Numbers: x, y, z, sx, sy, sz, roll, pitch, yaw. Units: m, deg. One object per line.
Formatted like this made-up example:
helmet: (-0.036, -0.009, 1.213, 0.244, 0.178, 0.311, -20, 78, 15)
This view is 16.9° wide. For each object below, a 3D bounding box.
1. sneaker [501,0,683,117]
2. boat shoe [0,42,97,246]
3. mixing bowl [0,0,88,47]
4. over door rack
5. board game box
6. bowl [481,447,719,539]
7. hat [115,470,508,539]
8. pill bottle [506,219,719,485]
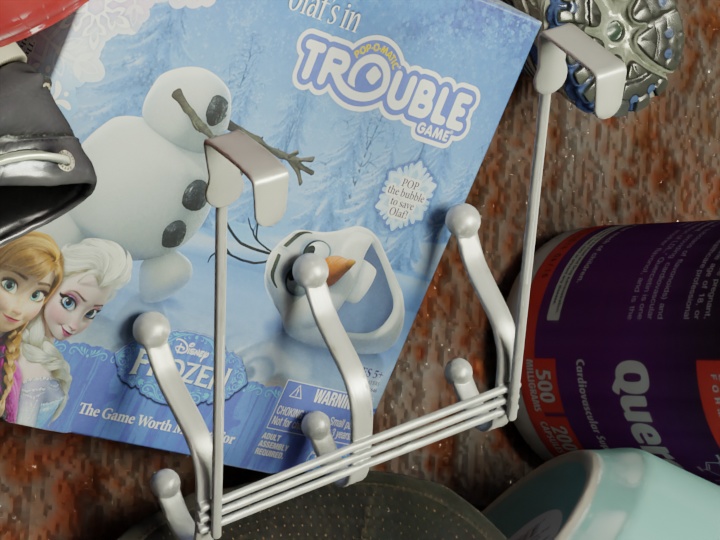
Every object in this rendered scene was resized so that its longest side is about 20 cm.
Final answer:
sneaker: (0.062, -0.158, 1.008, 0.077, 0.085, 0.201, -28, 113, -23)
boat shoe: (-0.151, -0.005, 0.723, 0.063, 0.073, 0.200, 48, 44, -1)
mixing bowl: (-0.128, -0.136, 0.737, 0.200, 0.200, 0.109, -51, 133, -30)
over door rack: (0.000, 0.000, 0.848, 0.147, 0.067, 0.200, -20, 145, -27)
board game box: (-0.050, -0.031, 0.881, 0.199, 0.043, 0.200, 15, 102, -41)
bowl: (0.088, 0.148, 0.970, 0.105, 0.201, 0.201, 44, 59, -8)
hat: (-0.010, 0.168, 0.874, 0.200, 0.200, 0.081, -38, 149, -36)
pill bottle: (0.160, 0.034, 1.009, 0.112, 0.200, 0.113, 2, 87, -41)
